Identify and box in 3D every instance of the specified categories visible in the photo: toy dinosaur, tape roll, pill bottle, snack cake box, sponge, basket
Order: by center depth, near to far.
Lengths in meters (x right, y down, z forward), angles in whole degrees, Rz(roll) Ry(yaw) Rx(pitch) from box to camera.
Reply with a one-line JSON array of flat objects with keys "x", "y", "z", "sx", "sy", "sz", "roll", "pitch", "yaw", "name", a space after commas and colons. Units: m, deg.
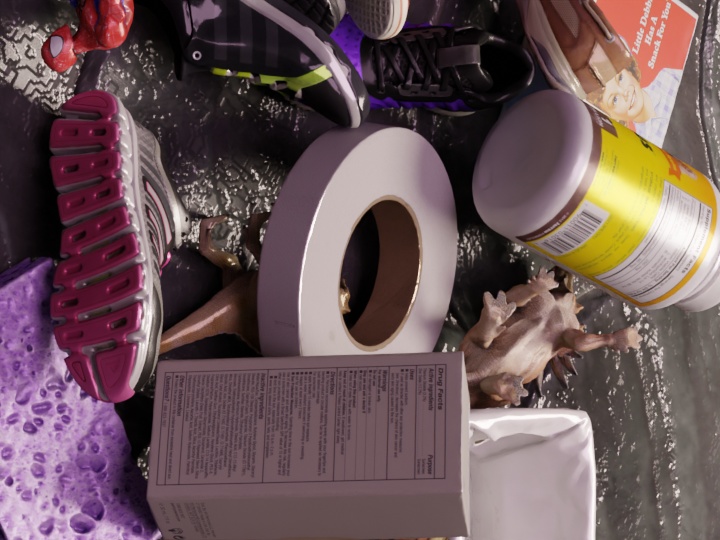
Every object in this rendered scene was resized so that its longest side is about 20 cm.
[{"x": -0.203, "y": 0.105, "z": 1.461, "sx": 0.111, "sy": 0.030, "sz": 0.201, "roll": -33, "pitch": 110, "yaw": -37, "name": "sponge"}, {"x": -0.072, "y": 0.012, "z": 1.557, "sx": 0.199, "sy": 0.058, "sz": 0.102, "roll": -15, "pitch": 100, "yaw": -39, "name": "toy dinosaur"}, {"x": 0.000, "y": 0.000, "z": 1.584, "sx": 0.203, "sy": 0.037, "sz": 0.204, "roll": -24, "pitch": 119, "yaw": -53, "name": "tape roll"}, {"x": 0.076, "y": 0.196, "z": 1.635, "sx": 0.135, "sy": 0.123, "sz": 0.201, "roll": 2, "pitch": 87, "yaw": -40, "name": "basket"}, {"x": 0.182, "y": -0.042, "z": 1.656, "sx": 0.200, "sy": 0.109, "sz": 0.110, "roll": 27, "pitch": 72, "yaw": -35, "name": "pill bottle"}, {"x": 0.107, "y": 0.060, "z": 1.672, "sx": 0.200, "sy": 0.136, "sz": 0.086, "roll": -27, "pitch": 84, "yaw": -27, "name": "toy dinosaur"}, {"x": 0.173, "y": -0.129, "z": 1.763, "sx": 0.115, "sy": 0.067, "sz": 0.201, "roll": 30, "pitch": 70, "yaw": -34, "name": "snack cake box"}]

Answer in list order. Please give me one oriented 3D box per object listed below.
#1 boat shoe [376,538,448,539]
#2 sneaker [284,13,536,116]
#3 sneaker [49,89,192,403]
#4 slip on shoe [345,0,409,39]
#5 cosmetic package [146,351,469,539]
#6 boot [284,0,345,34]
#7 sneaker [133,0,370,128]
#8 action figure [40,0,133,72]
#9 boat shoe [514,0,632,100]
[{"x": -0.008, "y": 0.213, "z": 1.557, "sx": 0.067, "sy": 0.072, "sz": 0.201, "roll": 12, "pitch": 109, "yaw": -44, "name": "boat shoe"}, {"x": 0.039, "y": -0.147, "z": 1.626, "sx": 0.199, "sy": 0.099, "sz": 0.070, "roll": -2, "pitch": 90, "yaw": -37, "name": "sneaker"}, {"x": -0.145, "y": -0.011, "z": 1.469, "sx": 0.087, "sy": 0.074, "sz": 0.201, "roll": 26, "pitch": 52, "yaw": -56, "name": "sneaker"}, {"x": 0.019, "y": -0.251, "z": 1.609, "sx": 0.061, "sy": 0.074, "sz": 0.201, "roll": 9, "pitch": 63, "yaw": -27, "name": "slip on shoe"}, {"x": -0.031, "y": 0.113, "z": 1.485, "sx": 0.073, "sy": 0.199, "sz": 0.104, "roll": 80, "pitch": 11, "yaw": -58, "name": "cosmetic package"}, {"x": -0.044, "y": -0.268, "z": 1.572, "sx": 0.132, "sy": 0.070, "sz": 0.200, "roll": -45, "pitch": 110, "yaw": -33, "name": "boot"}, {"x": -0.086, "y": -0.147, "z": 1.533, "sx": 0.200, "sy": 0.072, "sz": 0.083, "roll": 40, "pitch": 78, "yaw": -6, "name": "sneaker"}, {"x": -0.148, "y": -0.217, "z": 1.455, "sx": 0.099, "sy": 0.065, "sz": 0.200, "roll": 38, "pitch": 91, "yaw": -25, "name": "action figure"}, {"x": 0.140, "y": -0.217, "z": 1.695, "sx": 0.201, "sy": 0.072, "sz": 0.076, "roll": 68, "pitch": 12, "yaw": 15, "name": "boat shoe"}]
